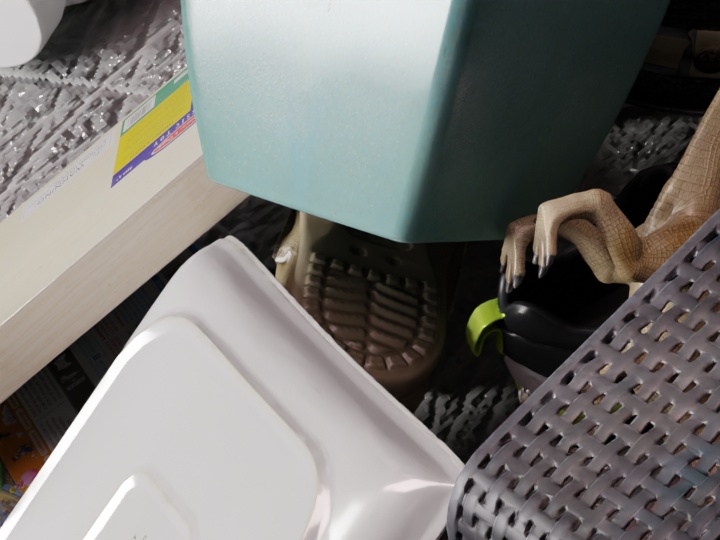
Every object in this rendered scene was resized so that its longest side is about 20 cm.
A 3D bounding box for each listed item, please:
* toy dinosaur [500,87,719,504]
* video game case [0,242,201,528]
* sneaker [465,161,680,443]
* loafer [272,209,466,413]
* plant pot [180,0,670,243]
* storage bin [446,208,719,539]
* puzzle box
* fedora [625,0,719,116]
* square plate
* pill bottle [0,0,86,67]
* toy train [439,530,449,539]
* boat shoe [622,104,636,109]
[{"bbox_3d":[0.102,-0.005,1.001,0.101,0.201,0.058,2,14,-12],"label":"toy dinosaur"},{"bbox_3d":[-0.127,0.071,1.154,0.200,0.018,0.143,-35,35,-4],"label":"video game case"},{"bbox_3d":[0.134,-0.006,1.042,0.200,0.083,0.072,-28,43,4],"label":"sneaker"},{"bbox_3d":[0.000,0.000,1.110,0.076,0.068,0.200,23,32,-2],"label":"loafer"},{"bbox_3d":[0.025,-0.116,1.019,0.141,0.141,0.201,19,103,34],"label":"plant pot"},{"bbox_3d":[0.141,0.062,0.933,0.200,0.135,0.094,-44,44,-14],"label":"storage bin"},{"bbox_3d":[-0.100,-0.017,1.155,0.200,0.025,0.133,-39,17,14],"label":"puzzle box"},{"bbox_3d":[0.127,-0.149,1.103,0.200,0.092,0.201,0,52,0],"label":"fedora"},{"bbox_3d":[-0.069,0.102,0.994,0.200,0.028,0.198,-56,34,6],"label":"square plate"},{"bbox_3d":[-0.136,-0.193,1.350,0.112,0.112,0.200,5,54,33],"label":"pill bottle"},{"bbox_3d":[-0.009,0.136,1.003,0.200,0.034,0.046,-38,30,-6],"label":"toy train"},{"bbox_3d":[0.051,-0.093,1.174,0.199,0.072,0.065,1,31,23],"label":"boat shoe"}]
